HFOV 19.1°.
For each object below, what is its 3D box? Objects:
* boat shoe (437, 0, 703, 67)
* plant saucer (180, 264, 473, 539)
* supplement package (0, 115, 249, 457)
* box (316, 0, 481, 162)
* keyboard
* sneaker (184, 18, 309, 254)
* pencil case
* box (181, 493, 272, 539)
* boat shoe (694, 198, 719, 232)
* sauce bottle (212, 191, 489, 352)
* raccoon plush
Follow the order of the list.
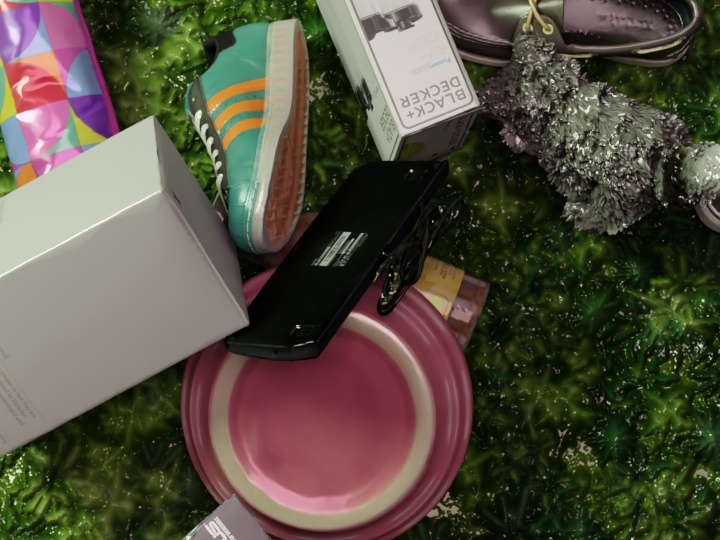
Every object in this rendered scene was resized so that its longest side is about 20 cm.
[{"bbox_3d":[0.142,-0.185,1.517,0.199,0.061,0.072,2,80,-4],"label":"boat shoe"},{"bbox_3d":[-0.024,0.094,1.428,0.199,0.051,0.202,0,99,3],"label":"plant saucer"},{"bbox_3d":[-0.188,0.011,1.385,0.199,0.117,0.118,-28,118,7],"label":"supplement package"},{"bbox_3d":[0.013,-0.178,1.478,0.060,0.117,0.201,-21,83,-8],"label":"box"},{"bbox_3d":[0.000,0.000,1.402,0.103,0.040,0.200,3,41,35],"label":"keyboard"},{"bbox_3d":[-0.081,-0.089,1.458,0.079,0.072,0.201,-5,48,11],"label":"sneaker"},{"bbox_3d":[-0.215,-0.136,1.469,0.088,0.088,0.202,-14,84,-7],"label":"pencil case"},{"bbox_3d":[-0.048,0.224,1.358,0.043,0.200,0.160,-39,85,-10],"label":"box"},{"bbox_3d":[0.329,-0.088,1.513,0.199,0.064,0.071,-25,82,-8],"label":"boat shoe"},{"bbox_3d":[-0.012,0.000,1.471,0.199,0.065,0.065,21,79,1],"label":"sauce bottle"},{"bbox_3d":[0.168,-0.109,1.445,0.134,0.200,0.097,44,61,-16],"label":"raccoon plush"}]
